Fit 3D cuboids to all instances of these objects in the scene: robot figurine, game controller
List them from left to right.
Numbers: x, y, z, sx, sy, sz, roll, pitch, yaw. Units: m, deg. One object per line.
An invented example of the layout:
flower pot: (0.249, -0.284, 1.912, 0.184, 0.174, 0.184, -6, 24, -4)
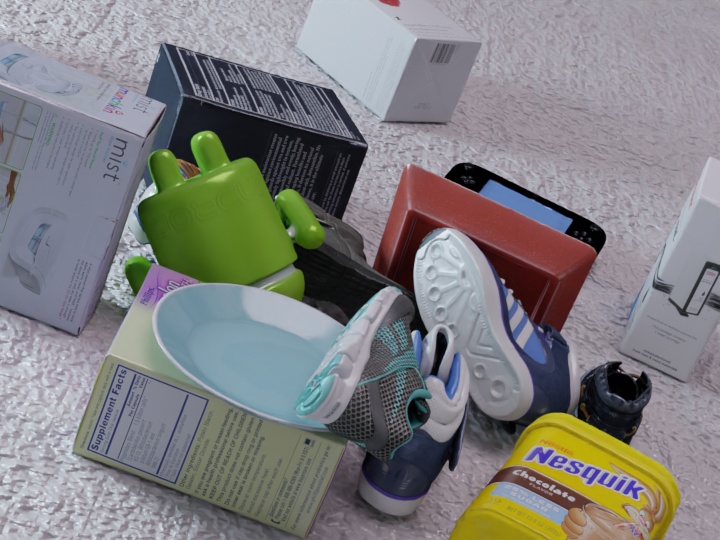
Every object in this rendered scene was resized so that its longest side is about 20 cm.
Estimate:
robot figurine: (-0.123, -0.021, 1.667, 0.175, 0.200, 0.116, -24, 6, -9)
game controller: (0.186, -0.063, 2.179, 0.200, 0.042, 0.104, 26, 25, 9)

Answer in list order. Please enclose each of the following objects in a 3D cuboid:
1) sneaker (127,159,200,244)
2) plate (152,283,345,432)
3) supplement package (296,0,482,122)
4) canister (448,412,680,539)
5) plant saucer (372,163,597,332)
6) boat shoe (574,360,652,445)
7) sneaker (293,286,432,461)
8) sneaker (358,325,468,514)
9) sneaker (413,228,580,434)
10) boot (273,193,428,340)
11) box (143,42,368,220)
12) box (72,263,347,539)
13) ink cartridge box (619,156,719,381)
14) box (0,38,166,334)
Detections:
sneaker: (-0.144, -0.035, 1.810, 0.200, 0.088, 0.075, 32, 17, -46)
plate: (-0.070, 0.073, 1.475, 0.200, 0.026, 0.200, 18, 24, -9)
supplement package: (0.034, -0.290, 2.415, 0.121, 0.120, 0.200, -3, 35, -43)
canister: (0.169, 0.210, 1.561, 0.149, 0.087, 0.200, 28, 27, 13)
plant saucer: (0.108, 0.007, 1.826, 0.200, 0.200, 0.037, 25, 53, 6)
boat shoe: (0.246, 0.119, 1.802, 0.071, 0.091, 0.200, 24, 24, 2)
sneaker: (0.016, 0.083, 1.437, 0.091, 0.078, 0.200, 39, 28, -3)
sneaker: (0.057, 0.102, 1.591, 0.081, 0.146, 0.200, 22, 25, 0)
sneaker: (0.137, 0.057, 1.771, 0.146, 0.081, 0.200, 9, 51, -55)
boot: (0.000, 0.000, 1.811, 0.200, 0.068, 0.131, 35, 22, -17)
box: (-0.120, -0.132, 1.944, 0.198, 0.123, 0.200, 15, 18, -17)
box: (-0.109, 0.103, 1.529, 0.200, 0.097, 0.176, 22, 25, -4)
ink cartridge box: (0.362, -0.004, 2.018, 0.084, 0.200, 0.146, 25, 24, 5)
box: (-0.283, -0.073, 1.613, 0.176, 0.200, 0.097, 20, 24, -3)
